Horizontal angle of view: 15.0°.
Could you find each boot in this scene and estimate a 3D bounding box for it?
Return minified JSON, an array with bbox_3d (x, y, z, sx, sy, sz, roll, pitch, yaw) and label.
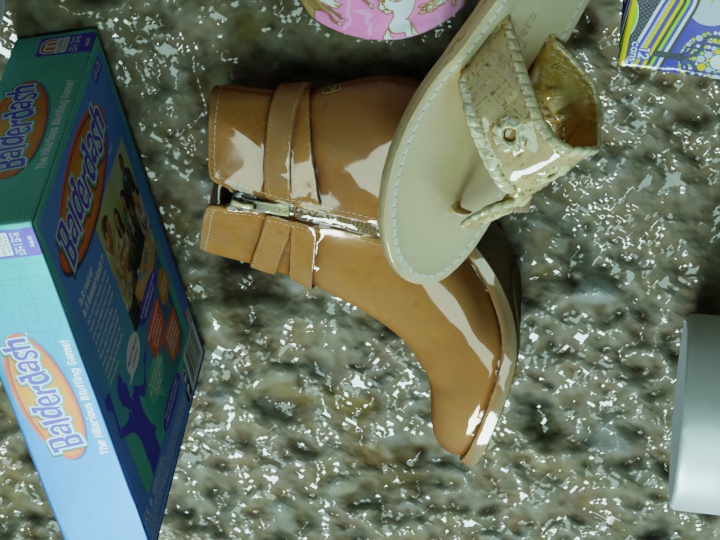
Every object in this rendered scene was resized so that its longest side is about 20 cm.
[{"bbox_3d":[0.000,0.000,1.297,0.155,0.077,0.200,3,125,2],"label":"boot"}]

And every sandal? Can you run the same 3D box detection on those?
[{"bbox_3d":[0.076,-0.076,1.183,0.078,0.070,0.212,8,111,-44],"label":"sandal"}]

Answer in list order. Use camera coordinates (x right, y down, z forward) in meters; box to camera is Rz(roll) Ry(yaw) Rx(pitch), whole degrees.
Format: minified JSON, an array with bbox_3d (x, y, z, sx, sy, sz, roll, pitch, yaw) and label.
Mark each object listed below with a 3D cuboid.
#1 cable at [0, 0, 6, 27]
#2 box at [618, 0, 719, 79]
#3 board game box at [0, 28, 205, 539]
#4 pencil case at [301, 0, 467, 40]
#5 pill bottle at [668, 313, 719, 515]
[{"bbox_3d":[-0.260,-0.131,1.241,0.200,0.069,0.200,30,127,-16],"label":"cable"},{"bbox_3d":[0.158,-0.179,1.146,0.070,0.064,0.200,8,128,1],"label":"box"},{"bbox_3d":[-0.129,0.012,1.281,0.045,0.152,0.200,-6,126,13],"label":"board game box"},{"bbox_3d":[0.016,-0.182,1.120,0.083,0.087,0.200,11,148,4],"label":"pencil case"},{"bbox_3d":[0.250,0.076,1.302,0.200,0.113,0.113,5,129,4],"label":"pill bottle"}]
